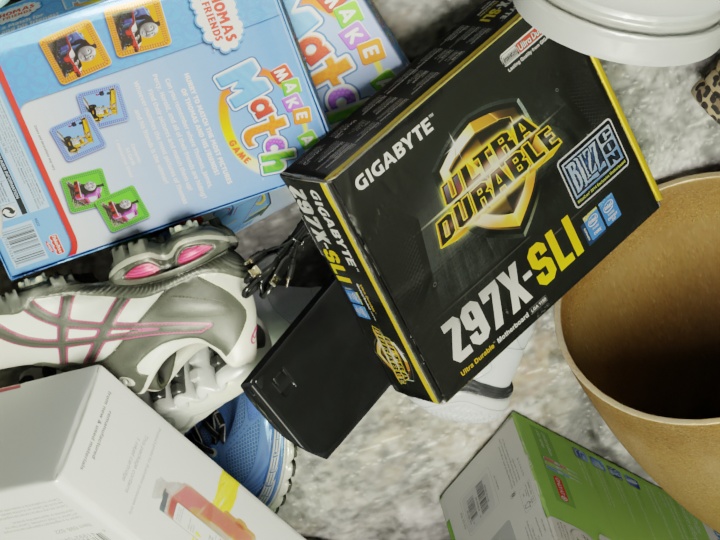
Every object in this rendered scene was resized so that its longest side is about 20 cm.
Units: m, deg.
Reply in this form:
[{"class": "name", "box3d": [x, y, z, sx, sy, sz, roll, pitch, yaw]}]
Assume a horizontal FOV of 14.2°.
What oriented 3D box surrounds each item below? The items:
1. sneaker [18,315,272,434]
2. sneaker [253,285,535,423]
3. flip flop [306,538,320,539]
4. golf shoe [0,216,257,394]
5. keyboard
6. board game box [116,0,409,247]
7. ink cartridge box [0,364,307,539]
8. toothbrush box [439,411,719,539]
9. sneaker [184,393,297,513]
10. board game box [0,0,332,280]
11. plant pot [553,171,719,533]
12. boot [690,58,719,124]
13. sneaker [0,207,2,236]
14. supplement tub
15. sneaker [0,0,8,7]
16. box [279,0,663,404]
[{"class": "sneaker", "box3d": [-0.123, 0.071, 1.721, 0.200, 0.075, 0.081, -22, 146, 35]}, {"class": "sneaker", "box3d": [0.022, 0.017, 1.735, 0.200, 0.075, 0.115, 16, 117, -25]}, {"class": "flip flop", "box3d": [0.019, 0.219, 1.872, 0.200, 0.058, 0.081, 10, 120, -16]}, {"class": "golf shoe", "box3d": [-0.154, 0.037, 1.641, 0.200, 0.077, 0.088, -18, 90, 19]}, {"class": "keyboard", "box3d": [0.000, 0.000, 1.642, 0.200, 0.021, 0.127, -50, 123, -20]}, {"class": "board game box", "box3d": [-0.078, -0.100, 1.651, 0.200, 0.037, 0.151, -28, 123, 8]}, {"class": "ink cartridge box", "box3d": [-0.147, 0.153, 1.680, 0.145, 0.083, 0.200, -15, 135, 38]}, {"class": "toothbrush box", "box3d": [0.163, 0.198, 1.833, 0.200, 0.146, 0.086, 27, 114, -25]}, {"class": "sneaker", "box3d": [-0.099, 0.129, 1.781, 0.089, 0.079, 0.200, 11, 120, -20]}, {"class": "board game box", "box3d": [-0.128, -0.092, 1.594, 0.200, 0.037, 0.151, -18, 124, 4]}, {"class": "plant pot", "box3d": [0.228, 0.074, 1.761, 0.186, 0.186, 0.200, -19, 139, 2]}, {"class": "boot", "box3d": [0.308, -0.112, 1.701, 0.200, 0.073, 0.151, 32, 111, -23]}, {"class": "sneaker", "box3d": [-0.262, -0.032, 1.606, 0.077, 0.200, 0.082, -56, 139, -19]}, {"class": "supplement tub", "box3d": [0.160, -0.226, 1.556, 0.145, 0.145, 0.200, 3, 122, -13]}, {"class": "sneaker", "box3d": [-0.220, -0.226, 1.523, 0.074, 0.082, 0.200, -23, 124, 4]}, {"class": "box", "box3d": [0.067, -0.046, 1.643, 0.200, 0.049, 0.160, -41, 120, -25]}]
